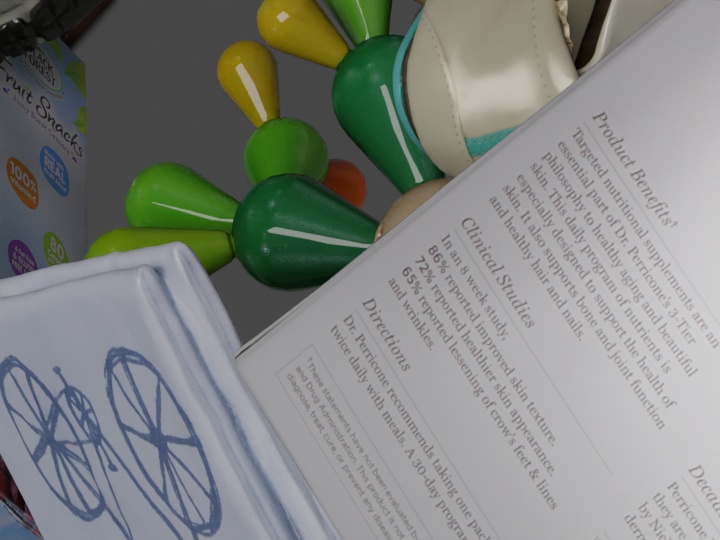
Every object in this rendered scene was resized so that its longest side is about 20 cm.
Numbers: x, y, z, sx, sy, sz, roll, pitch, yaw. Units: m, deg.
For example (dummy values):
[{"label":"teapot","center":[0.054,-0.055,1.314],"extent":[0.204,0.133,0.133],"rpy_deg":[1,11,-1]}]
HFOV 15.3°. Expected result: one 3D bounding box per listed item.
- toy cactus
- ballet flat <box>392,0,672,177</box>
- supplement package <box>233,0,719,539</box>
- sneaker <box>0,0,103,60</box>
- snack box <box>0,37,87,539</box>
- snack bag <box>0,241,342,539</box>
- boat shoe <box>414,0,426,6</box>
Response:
[{"label":"toy cactus","center":[0.000,0.000,0.767],"extent":[0.164,0.102,0.201],"rpy_deg":[8,66,37]},{"label":"ballet flat","center":[0.072,-0.104,0.738],"extent":[0.069,0.070,0.201],"rpy_deg":[8,55,22]},{"label":"supplement package","center":[0.113,0.023,0.593],"extent":[0.200,0.150,0.152],"rpy_deg":[-39,73,19]},{"label":"sneaker","center":[-0.171,-0.102,0.836],"extent":[0.199,0.077,0.089],"rpy_deg":[-12,64,13]},{"label":"snack box","center":[-0.172,0.021,0.853],"extent":[0.168,0.068,0.201],"rpy_deg":[-21,50,19]},{"label":"snack bag","center":[-0.036,0.089,0.681],"extent":[0.021,0.188,0.201],"rpy_deg":[-29,97,-23]},{"label":"boat shoe","center":[0.052,-0.098,0.819],"extent":[0.199,0.060,0.072],"rpy_deg":[33,66,19]}]
